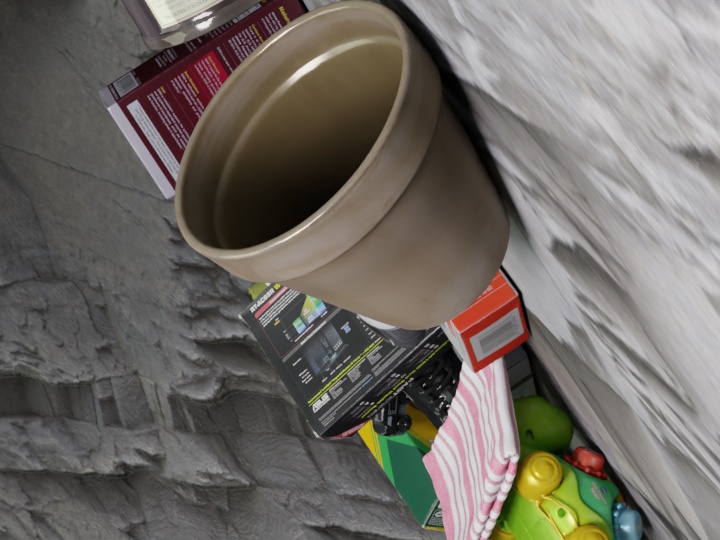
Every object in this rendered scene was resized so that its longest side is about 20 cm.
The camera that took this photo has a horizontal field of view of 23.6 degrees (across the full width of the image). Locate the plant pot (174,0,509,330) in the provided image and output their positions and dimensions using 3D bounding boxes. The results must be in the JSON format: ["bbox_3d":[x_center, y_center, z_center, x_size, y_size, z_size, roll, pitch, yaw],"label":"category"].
[{"bbox_3d":[0.004,-0.050,1.160,0.173,0.200,0.200,40,-173,-37],"label":"plant pot"}]

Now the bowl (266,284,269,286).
[{"bbox_3d":[-0.049,-0.029,1.766,0.201,0.090,0.201,22,-137,-22],"label":"bowl"}]

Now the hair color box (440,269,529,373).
[{"bbox_3d":[0.060,-0.021,1.467,0.200,0.064,0.111,57,178,24],"label":"hair color box"}]

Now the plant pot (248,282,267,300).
[{"bbox_3d":[-0.017,0.026,1.943,0.201,0.184,0.200,57,176,6],"label":"plant pot"}]

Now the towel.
[{"bbox_3d":[0.098,0.165,1.533,0.200,0.030,0.147,105,163,-44],"label":"towel"}]

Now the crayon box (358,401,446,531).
[{"bbox_3d":[0.118,0.199,1.778,0.200,0.058,0.173,11,-153,-33],"label":"crayon box"}]

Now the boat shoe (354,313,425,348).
[{"bbox_3d":[0.000,0.000,1.502,0.200,0.070,0.066,44,168,46],"label":"boat shoe"}]

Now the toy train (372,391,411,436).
[{"bbox_3d":[0.030,0.066,1.698,0.034,0.046,0.201,12,102,48],"label":"toy train"}]

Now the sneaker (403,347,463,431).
[{"bbox_3d":[0.091,0.119,1.652,0.200,0.073,0.112,49,179,-40],"label":"sneaker"}]

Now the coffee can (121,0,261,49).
[{"bbox_3d":[-0.150,-0.290,1.296,0.200,0.146,0.146,59,176,-22],"label":"coffee can"}]

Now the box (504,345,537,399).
[{"bbox_3d":[0.113,0.064,1.671,0.156,0.041,0.200,56,175,24],"label":"box"}]

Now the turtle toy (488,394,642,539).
[{"bbox_3d":[0.176,0.202,1.527,0.200,0.101,0.146,59,154,20],"label":"turtle toy"}]

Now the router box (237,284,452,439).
[{"bbox_3d":[0.003,0.038,1.589,0.150,0.200,0.062,56,-158,22],"label":"router box"}]

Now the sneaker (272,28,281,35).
[{"bbox_3d":[-0.001,-0.130,1.397,0.200,0.080,0.086,48,162,14],"label":"sneaker"}]

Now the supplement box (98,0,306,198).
[{"bbox_3d":[-0.126,-0.169,1.587,0.109,0.200,0.061,59,177,-26],"label":"supplement box"}]
